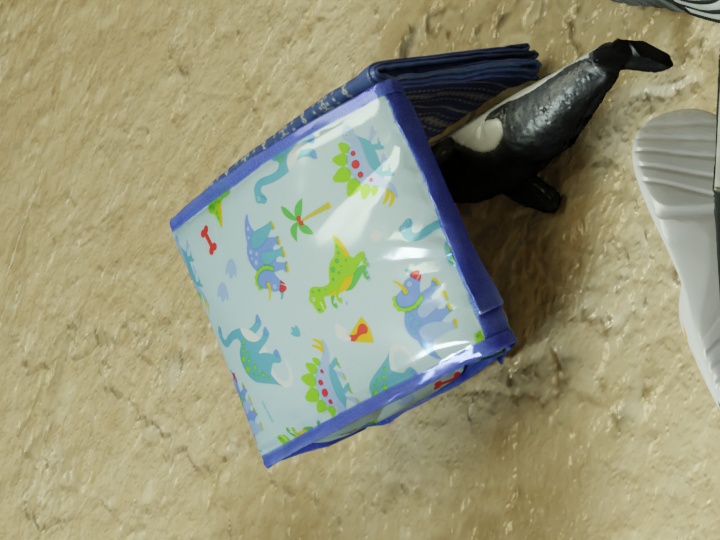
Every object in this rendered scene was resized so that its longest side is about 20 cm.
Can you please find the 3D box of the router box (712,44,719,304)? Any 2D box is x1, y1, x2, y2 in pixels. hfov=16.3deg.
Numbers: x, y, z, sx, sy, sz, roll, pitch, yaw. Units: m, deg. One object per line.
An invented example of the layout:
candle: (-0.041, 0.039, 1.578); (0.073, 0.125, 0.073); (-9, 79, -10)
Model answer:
router box: (0.199, -0.077, 1.206); (0.051, 0.150, 0.201); (1, 57, 11)

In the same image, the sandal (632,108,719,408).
sandal: (0.196, 0.009, 1.277); (0.079, 0.059, 0.208); (-17, 56, -1)

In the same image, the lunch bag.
lunch bag: (0.000, 0.000, 1.477); (0.200, 0.127, 0.171); (-35, 77, 54)

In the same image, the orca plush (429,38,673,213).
orca plush: (0.110, -0.073, 1.489); (0.199, 0.071, 0.105); (-30, 4, 37)

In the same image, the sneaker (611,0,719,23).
sneaker: (0.170, -0.215, 1.453); (0.199, 0.075, 0.116); (24, 88, 49)

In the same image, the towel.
towel: (0.006, -0.086, 1.560); (0.200, 0.144, 0.024); (-33, 73, 48)
